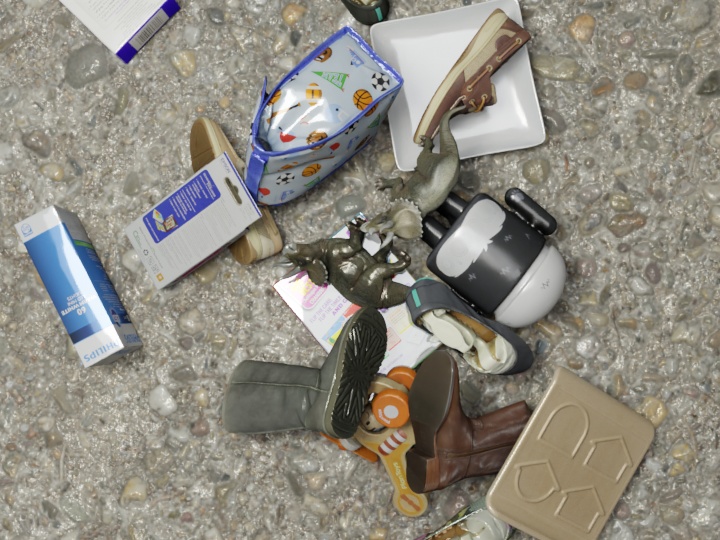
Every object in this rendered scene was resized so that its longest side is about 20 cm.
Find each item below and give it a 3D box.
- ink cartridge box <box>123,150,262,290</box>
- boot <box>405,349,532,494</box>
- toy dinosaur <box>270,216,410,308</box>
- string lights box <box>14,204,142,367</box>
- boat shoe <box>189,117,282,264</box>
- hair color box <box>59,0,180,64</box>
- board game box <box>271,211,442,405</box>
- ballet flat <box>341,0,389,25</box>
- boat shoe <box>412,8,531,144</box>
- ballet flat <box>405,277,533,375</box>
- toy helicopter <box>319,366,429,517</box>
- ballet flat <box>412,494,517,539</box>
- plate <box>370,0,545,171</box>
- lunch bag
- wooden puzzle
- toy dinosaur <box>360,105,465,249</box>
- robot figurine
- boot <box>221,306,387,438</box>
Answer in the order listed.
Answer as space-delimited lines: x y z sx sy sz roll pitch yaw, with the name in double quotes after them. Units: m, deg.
-0.209 -0.062 1.306 0.200 0.037 0.095 -32 86 31 "ink cartridge box"
0.150 0.174 1.255 0.200 0.064 0.187 -4 113 -37 "boot"
0.000 0.000 1.284 0.200 0.077 0.102 30 105 -8 "toy dinosaur"
-0.358 0.021 1.315 0.059 0.103 0.200 -27 86 0 "string lights box"
-0.163 -0.107 1.341 0.064 0.071 0.201 -20 89 -35 "boat shoe"
-0.349 -0.384 1.355 0.200 0.065 0.109 45 90 1 "hair color box"
0.006 0.049 1.335 0.153 0.040 0.200 -39 87 0 "board game box"
-0.031 -0.410 1.345 0.068 0.068 0.200 -43 87 0 "ballet flat"
0.143 -0.232 1.301 0.072 0.072 0.200 35 86 -1 "boat shoe"
0.134 0.085 1.239 0.200 0.073 0.073 36 88 -22 "ballet flat"
0.029 0.225 1.292 0.132 0.079 0.200 -15 107 19 "toy helicopter"
0.125 0.346 1.302 0.200 0.071 0.069 -27 86 0 "ballet flat"
0.127 -0.243 1.350 0.199 0.032 0.201 -11 87 0 "plate"
-0.067 -0.177 1.259 0.124 0.170 0.200 44 70 6 "lunch bag"
0.259 0.241 1.290 0.185 0.046 0.200 31 83 -26 "wooden puzzle"
0.081 -0.106 1.251 0.200 0.102 0.077 -46 128 0 "toy dinosaur"
0.163 -0.017 1.295 0.200 0.125 0.150 37 126 3 "robot figurine"
-0.073 0.127 1.284 0.073 0.200 0.182 39 63 -34 "boot"
